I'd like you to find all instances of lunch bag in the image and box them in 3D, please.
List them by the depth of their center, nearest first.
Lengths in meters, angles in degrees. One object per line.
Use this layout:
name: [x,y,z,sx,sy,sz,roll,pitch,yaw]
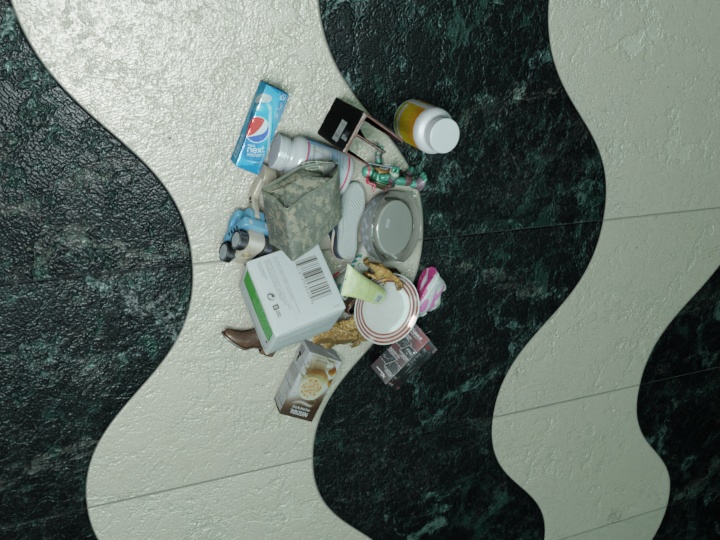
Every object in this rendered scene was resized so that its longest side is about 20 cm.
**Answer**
lunch bag: [-0.126,-0.155,1.544,0.198,0.117,0.167,-36,144,-29]

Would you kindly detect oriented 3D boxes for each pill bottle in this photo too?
pill bottle: [-0.123,-0.264,1.604,0.196,0.109,0.111,15,106,-27]
pill bottle: [0.167,-0.358,1.634,0.108,0.200,0.114,-8,115,-18]

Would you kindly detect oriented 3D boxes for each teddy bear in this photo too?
teddy bear: [-0.050,0.172,1.830,0.195,0.068,0.145,1,152,-27]

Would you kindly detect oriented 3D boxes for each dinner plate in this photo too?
dinner plate: [0.072,0.105,1.805,0.195,0.024,0.206,-5,104,-18]

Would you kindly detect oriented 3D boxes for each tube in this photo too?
tube: [0.003,0.043,1.669,0.051,0.059,0.199,-33,156,15]

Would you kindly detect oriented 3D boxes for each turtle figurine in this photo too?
turtle figurine: [0.070,-0.256,1.677,0.196,0.151,0.102,10,125,-36]

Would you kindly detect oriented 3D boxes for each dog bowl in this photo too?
dog bowl: [0.078,-0.117,1.744,0.197,0.058,0.206,-12,106,-44]

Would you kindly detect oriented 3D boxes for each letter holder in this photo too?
letter holder: [0.002,-0.323,1.579,0.140,0.200,0.102,26,101,-30]

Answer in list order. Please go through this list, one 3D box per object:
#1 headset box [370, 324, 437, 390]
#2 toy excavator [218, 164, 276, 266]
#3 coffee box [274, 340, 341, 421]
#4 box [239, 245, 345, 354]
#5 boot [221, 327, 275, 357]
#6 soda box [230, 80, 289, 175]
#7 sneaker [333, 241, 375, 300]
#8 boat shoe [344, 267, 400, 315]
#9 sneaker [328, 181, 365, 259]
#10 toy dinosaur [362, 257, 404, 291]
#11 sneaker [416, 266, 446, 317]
headset box: [0.138,0.249,1.914,0.200,0.077,0.149,-43,157,0]
toy excavator: [-0.271,-0.135,1.605,0.098,0.205,0.193,12,147,-39]
coffee box: [-0.151,0.315,1.854,0.112,0.080,0.204,20,103,-28]
box: [-0.174,0.066,1.627,0.196,0.172,0.203,-20,75,-23]
boot: [-0.253,0.120,1.736,0.184,0.064,0.202,23,105,-43]
soda box: [-0.240,-0.339,1.545,0.063,0.068,0.204,17,104,-28]
sneaker: [-0.001,0.000,1.777,0.200,0.093,0.070,-48,121,2]
boat shoe: [0.037,0.064,1.835,0.197,0.070,0.071,-32,119,-9]
sneaker: [-0.044,-0.132,1.719,0.077,0.079,0.206,16,81,-34]
toy dinosaur: [0.045,-0.004,1.702,0.198,0.104,0.062,28,75,-47]
sneaker: [0.186,0.095,1.905,0.087,0.081,0.202,32,97,-29]
